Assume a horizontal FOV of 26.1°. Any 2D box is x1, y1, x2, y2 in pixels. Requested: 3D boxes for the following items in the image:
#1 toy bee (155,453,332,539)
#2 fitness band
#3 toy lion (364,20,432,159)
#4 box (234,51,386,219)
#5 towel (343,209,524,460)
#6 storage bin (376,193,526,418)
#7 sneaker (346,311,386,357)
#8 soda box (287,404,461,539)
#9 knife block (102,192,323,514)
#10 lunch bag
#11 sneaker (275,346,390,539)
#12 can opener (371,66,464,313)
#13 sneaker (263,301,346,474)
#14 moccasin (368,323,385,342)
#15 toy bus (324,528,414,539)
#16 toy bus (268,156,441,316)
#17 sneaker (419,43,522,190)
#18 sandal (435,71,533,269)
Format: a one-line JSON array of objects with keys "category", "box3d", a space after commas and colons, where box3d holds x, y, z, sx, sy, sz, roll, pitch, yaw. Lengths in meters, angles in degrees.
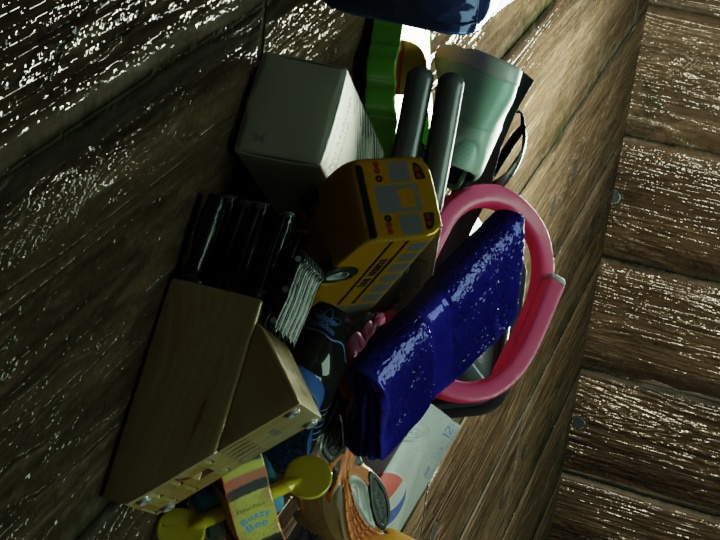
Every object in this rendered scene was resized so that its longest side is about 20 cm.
[{"category": "toy bee", "box3d": [-0.074, 0.187, 1.157, 0.131, 0.109, 0.200, -37, 133, -3]}, {"category": "fitness band", "box3d": [0.102, 0.021, 1.364, 0.037, 0.143, 0.201, -16, -136, 62]}, {"category": "toy lion", "box3d": [0.037, -0.147, 1.414, 0.200, 0.068, 0.194, 46, 52, -73]}, {"category": "box", "box3d": [-0.032, -0.085, 1.181, 0.200, 0.068, 0.083, 57, 47, -71]}, {"category": "towel", "box3d": [0.065, 0.056, 1.246, 0.200, 0.049, 0.148, -46, 161, -25]}, {"category": "storage bin", "box3d": [0.070, 0.027, 1.551, 0.135, 0.144, 0.201, 56, 36, -42]}, {"category": "sneaker", "box3d": [0.000, 0.000, 1.361, 0.200, 0.078, 0.096, -46, 132, -47]}, {"category": "soda box", "box3d": [0.009, 0.209, 1.468, 0.063, 0.068, 0.201, 38, 82, -41]}, {"category": "knife block", "box3d": [-0.110, 0.046, 1.063, 0.199, 0.177, 0.064, -30, 161, 4]}, {"category": "lunch bag", "box3d": [0.060, -0.278, 1.217, 0.200, 0.134, 0.134, -50, 151, -61]}, {"category": "sneaker", "box3d": [-0.043, 0.144, 1.304, 0.076, 0.091, 0.202, -31, 117, -47]}, {"category": "can opener", "box3d": [0.046, -0.062, 1.241, 0.066, 0.052, 0.202, 164, -63, -83]}, {"category": "sneaker", "box3d": [-0.050, 0.094, 1.193, 0.078, 0.070, 0.200, -62, -178, -28]}, {"category": "moccasin", "box3d": [0.025, 0.079, 1.435, 0.199, 0.081, 0.068, -36, -168, 18]}, {"category": "toy bus", "box3d": [-0.024, 0.278, 1.354, 0.199, 0.065, 0.079, -1, 103, -45]}, {"category": "toy bus", "box3d": [-0.013, -0.013, 1.150, 0.200, 0.077, 0.066, 129, -49, -61]}, {"category": "sneaker", "box3d": [0.085, -0.137, 1.398, 0.200, 0.073, 0.119, -113, -134, -83]}, {"category": "sandal", "box3d": [0.118, -0.089, 1.457, 0.076, 0.043, 0.202, -170, -77, -79]}]
